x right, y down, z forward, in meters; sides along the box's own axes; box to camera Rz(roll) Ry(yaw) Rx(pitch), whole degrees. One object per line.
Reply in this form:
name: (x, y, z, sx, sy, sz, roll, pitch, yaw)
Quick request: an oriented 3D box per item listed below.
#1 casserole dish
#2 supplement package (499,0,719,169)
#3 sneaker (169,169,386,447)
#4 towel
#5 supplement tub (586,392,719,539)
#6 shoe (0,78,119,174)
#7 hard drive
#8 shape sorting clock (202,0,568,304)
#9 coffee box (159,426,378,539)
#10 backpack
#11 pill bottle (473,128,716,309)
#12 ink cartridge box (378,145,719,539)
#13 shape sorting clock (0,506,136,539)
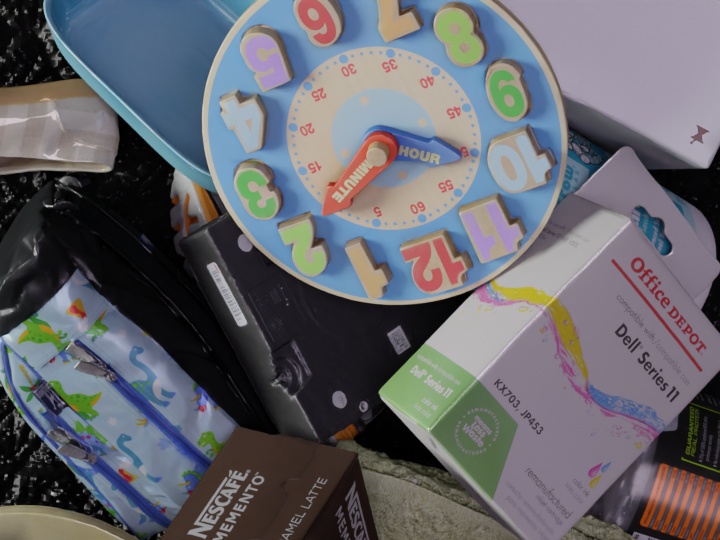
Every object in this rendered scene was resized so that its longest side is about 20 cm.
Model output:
casserole dish: (-0.098, -0.120, 1.257, 0.200, 0.039, 0.121, 43, 59, 15)
supplement package: (0.127, -0.164, 1.235, 0.191, 0.200, 0.148, 27, 89, -7)
sneaker: (-0.046, 0.011, 1.292, 0.077, 0.078, 0.200, -35, 99, -17)
towel: (0.062, 0.189, 1.268, 0.199, 0.037, 0.149, 17, 121, 13)
supplement tub: (0.205, 0.137, 1.294, 0.199, 0.123, 0.123, 19, 90, -6)
shoe: (-0.240, -0.077, 1.263, 0.199, 0.070, 0.054, -6, 85, -8)
hard drive: (0.000, 0.000, 1.257, 0.200, 0.038, 0.140, -33, 97, -39)
shape sorting clock: (0.012, -0.070, 1.145, 0.199, 0.039, 0.201, 4, 121, 7)
coffee box: (-0.042, 0.200, 1.204, 0.079, 0.115, 0.201, 11, 135, 25)
backpack: (-0.134, 0.058, 1.247, 0.200, 0.163, 0.154, 32, 97, -13)
pill bottle: (0.105, -0.029, 1.253, 0.199, 0.111, 0.111, 28, 89, -29)
ink cartridge box: (0.123, 0.042, 1.181, 0.200, 0.067, 0.117, -46, 118, -7)
shape sorting clock: (-0.180, 0.220, 1.258, 0.199, 0.039, 0.201, 5, 125, 7)
